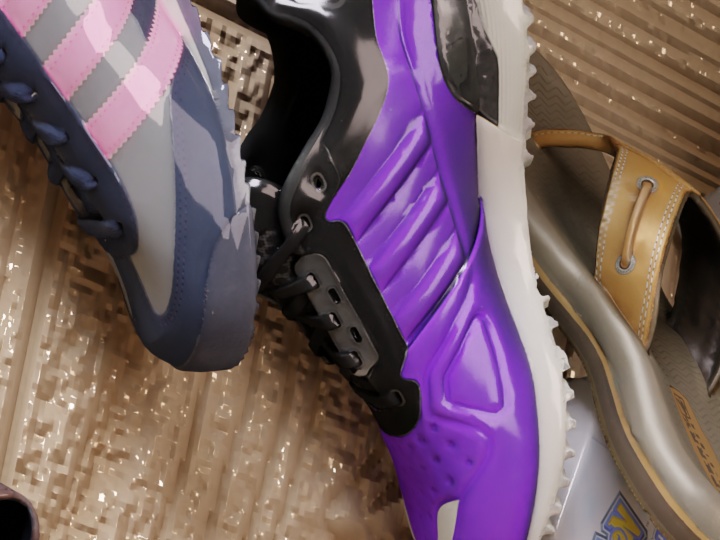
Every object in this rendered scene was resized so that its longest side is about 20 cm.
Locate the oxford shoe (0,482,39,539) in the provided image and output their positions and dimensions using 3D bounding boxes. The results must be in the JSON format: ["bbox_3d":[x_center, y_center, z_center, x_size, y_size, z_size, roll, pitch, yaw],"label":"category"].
[{"bbox_3d":[-0.135,0.127,0.627,0.071,0.072,0.201,40,59,-32],"label":"oxford shoe"}]

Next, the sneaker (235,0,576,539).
[{"bbox_3d":[0.000,0.000,0.818,0.099,0.070,0.201,-10,98,-24],"label":"sneaker"}]

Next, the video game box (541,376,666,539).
[{"bbox_3d":[0.091,0.163,0.884,0.182,0.047,0.201,38,59,-29],"label":"video game box"}]

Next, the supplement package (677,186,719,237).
[{"bbox_3d":[0.255,-0.017,0.936,0.191,0.200,0.148,-16,76,-43],"label":"supplement package"}]

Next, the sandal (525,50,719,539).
[{"bbox_3d":[0.089,0.005,0.858,0.080,0.054,0.201,22,37,-52],"label":"sandal"}]

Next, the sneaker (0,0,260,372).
[{"bbox_3d":[-0.087,-0.062,0.753,0.082,0.070,0.201,-18,93,-26],"label":"sneaker"}]
